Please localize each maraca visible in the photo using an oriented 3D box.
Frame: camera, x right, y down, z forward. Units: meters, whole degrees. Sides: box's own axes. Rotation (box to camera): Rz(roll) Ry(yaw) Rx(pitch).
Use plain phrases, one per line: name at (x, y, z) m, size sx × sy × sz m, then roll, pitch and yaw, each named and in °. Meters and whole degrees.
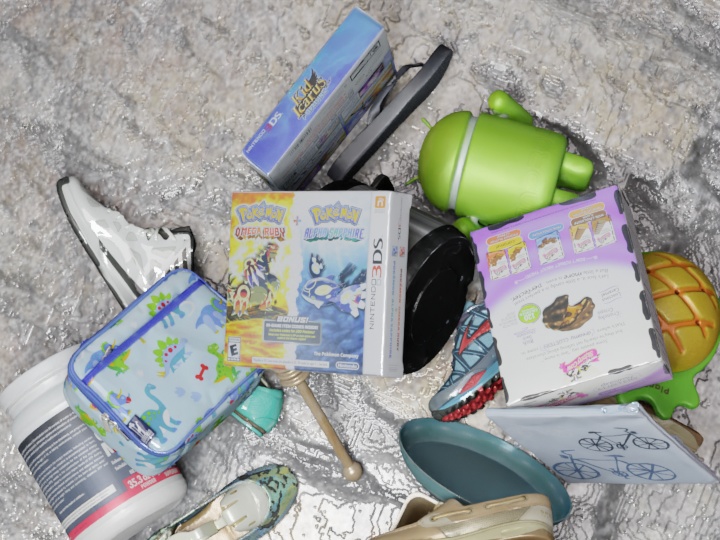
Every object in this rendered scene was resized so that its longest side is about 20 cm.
maraca at (0.319, 0.066, 1.677) m, size 0.136 × 0.107 × 0.201 m, roll 16°, pitch 58°, yaw 2°

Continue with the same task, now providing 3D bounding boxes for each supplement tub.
supplement tub at (-0.293, 0.195, 1.713) m, size 0.140 × 0.140 × 0.201 m, roll -33°, pitch 82°, yaw 0°

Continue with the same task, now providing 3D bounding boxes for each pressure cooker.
pressure cooker at (0.000, 0.002, 1.685) m, size 0.199 × 0.175 × 0.180 m, roll 27°, pitch 122°, yaw 28°

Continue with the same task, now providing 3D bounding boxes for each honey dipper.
honey dipper at (-0.047, 0.155, 1.701) m, size 0.038 × 0.038 × 0.201 m, roll -27°, pitch 121°, yaw 1°

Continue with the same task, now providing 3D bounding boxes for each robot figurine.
robot figurine at (0.153, -0.108, 1.723) m, size 0.198 × 0.116 × 0.177 m, roll 14°, pitch 79°, yaw 7°

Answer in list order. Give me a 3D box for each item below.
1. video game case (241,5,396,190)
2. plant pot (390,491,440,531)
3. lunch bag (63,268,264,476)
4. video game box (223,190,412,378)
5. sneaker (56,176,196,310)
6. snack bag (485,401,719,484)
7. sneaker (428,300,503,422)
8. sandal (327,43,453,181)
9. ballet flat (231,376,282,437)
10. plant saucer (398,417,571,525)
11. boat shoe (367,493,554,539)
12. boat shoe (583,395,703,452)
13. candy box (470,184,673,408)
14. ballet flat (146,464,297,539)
video game case at (-0.043, -0.176, 1.716) m, size 0.045 × 0.181 × 0.201 m, roll 38°, pitch 87°, yaw 10°
plant pot at (0.102, 0.366, 1.637) m, size 0.198 × 0.177 × 0.201 m, roll 27°, pitch 85°, yaw 9°
lunch bag at (-0.207, 0.104, 1.660) m, size 0.161 × 0.083 × 0.200 m, roll 44°, pitch 57°, yaw 10°
video game box at (-0.045, 0.011, 1.580) m, size 0.198 × 0.047 × 0.184 m, roll 1°, pitch 85°, yaw 32°
sneaker at (-0.256, -0.039, 1.783) m, size 0.115 × 0.076 × 0.201 m, roll -33°, pitch 89°, yaw -8°
snack bag at (0.245, 0.177, 1.610) m, size 0.187 × 0.200 × 0.022 m, roll -5°, pitch 60°, yaw 38°
sneaker at (0.136, 0.080, 1.732) m, size 0.095 × 0.079 × 0.200 m, roll 41°, pitch 80°, yaw 19°
sandal at (0.029, -0.183, 1.763) m, size 0.043 × 0.076 × 0.200 m, roll 43°, pitch 88°, yaw 7°
ballet flat at (-0.171, 0.108, 1.754) m, size 0.199 × 0.067 × 0.071 m, roll 32°, pitch 80°, yaw 3°
plant saucer at (0.127, 0.219, 1.653) m, size 0.199 × 0.200 × 0.028 m, roll 26°, pitch 108°, yaw 8°
boat shoe at (0.093, 0.262, 1.536) m, size 0.198 × 0.072 × 0.065 m, roll -9°, pitch 46°, yaw 13°
boat shoe at (0.270, 0.159, 1.696) m, size 0.199 × 0.071 × 0.065 m, roll 29°, pitch 93°, yaw 9°
candy box at (0.218, 0.035, 1.632) m, size 0.166 × 0.072 × 0.202 m, roll -17°, pitch 65°, yaw 16°
ballet flat at (-0.157, 0.282, 1.727) m, size 0.199 × 0.074 × 0.075 m, roll -35°, pitch 81°, yaw 0°
